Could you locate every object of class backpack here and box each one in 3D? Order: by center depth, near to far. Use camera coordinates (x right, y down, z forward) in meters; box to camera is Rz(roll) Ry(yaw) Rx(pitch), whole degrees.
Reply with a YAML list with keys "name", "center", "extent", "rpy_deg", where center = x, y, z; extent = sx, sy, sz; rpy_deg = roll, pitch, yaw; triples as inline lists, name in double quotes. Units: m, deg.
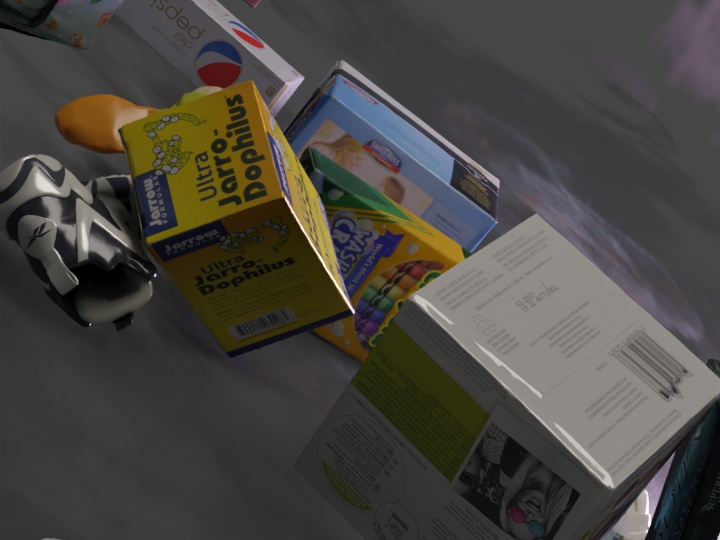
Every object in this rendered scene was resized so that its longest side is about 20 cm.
- name: "backpack"
  center: [-0.295, -0.291, 1.995]
  extent: [0.200, 0.153, 0.176]
  rpy_deg: [30, 14, -47]

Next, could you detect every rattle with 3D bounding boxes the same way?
- name: "rattle"
  center: [-0.159, -0.084, 1.960]
  extent: [0.200, 0.143, 0.130]
  rpy_deg: [32, 45, -74]

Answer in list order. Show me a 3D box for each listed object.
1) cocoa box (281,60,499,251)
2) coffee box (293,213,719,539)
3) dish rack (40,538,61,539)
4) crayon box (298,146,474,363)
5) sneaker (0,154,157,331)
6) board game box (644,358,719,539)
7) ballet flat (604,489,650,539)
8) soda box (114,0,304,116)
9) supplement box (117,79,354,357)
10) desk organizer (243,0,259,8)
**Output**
- name: "cocoa box"
  center: [0.016, -0.077, 2.121]
  extent: [0.200, 0.133, 0.131]
  rpy_deg: [37, 19, -9]
- name: "coffee box"
  center: [0.110, 0.117, 1.670]
  extent: [0.200, 0.198, 0.200]
  rpy_deg: [43, 37, 13]
- name: "dish rack"
  center: [-0.107, 0.231, 1.291]
  extent: [0.172, 0.044, 0.200]
  rpy_deg: [22, 26, -46]
- name: "crayon box"
  center: [0.000, 0.000, 1.917]
  extent: [0.200, 0.126, 0.052]
  rpy_deg: [32, 20, -23]
- name: "sneaker"
  center: [-0.186, -0.006, 1.656]
  extent: [0.130, 0.079, 0.199]
  rpy_deg: [61, 12, 21]
- name: "board game box"
  center: [0.254, 0.183, 1.731]
  extent: [0.028, 0.200, 0.135]
  rpy_deg: [16, 19, -2]
- name: "ballet flat"
  center: [0.206, 0.196, 1.949]
  extent: [0.069, 0.071, 0.200]
  rpy_deg: [15, 30, -54]
- name: "soda box"
  center: [-0.156, -0.230, 2.249]
  extent: [0.200, 0.068, 0.064]
  rpy_deg: [41, 18, 5]
- name: "supplement box"
  center: [-0.091, -0.035, 1.691]
  extent: [0.200, 0.109, 0.109]
  rpy_deg: [60, 12, -60]
- name: "desk organizer"
  center: [-0.092, -0.407, 2.590]
  extent: [0.077, 0.200, 0.072]
  rpy_deg: [37, 17, -15]
